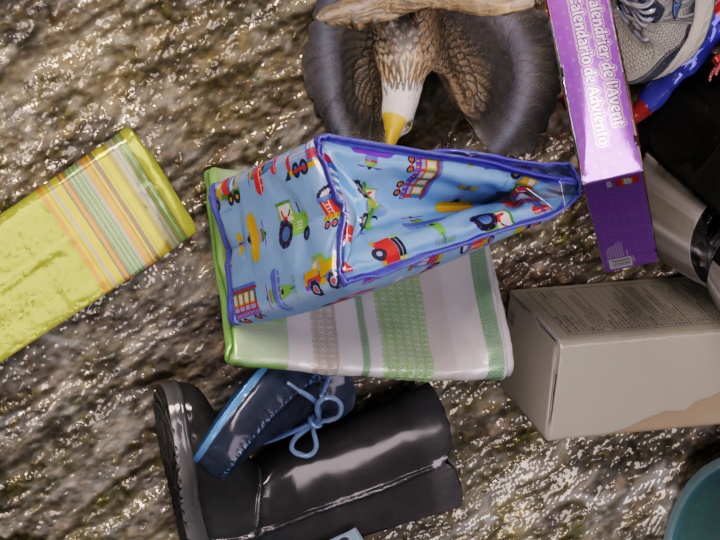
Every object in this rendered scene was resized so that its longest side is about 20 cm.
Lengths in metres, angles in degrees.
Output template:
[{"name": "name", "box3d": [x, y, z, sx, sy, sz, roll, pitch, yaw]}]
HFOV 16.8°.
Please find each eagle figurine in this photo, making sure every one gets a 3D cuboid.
[{"name": "eagle figurine", "box3d": [0.033, -0.138, 1.509, 0.151, 0.152, 0.200, -49, 163, -3]}]

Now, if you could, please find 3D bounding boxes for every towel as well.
[{"name": "towel", "box3d": [-0.208, -0.006, 1.568, 0.199, 0.018, 0.086, -33, 115, -4]}, {"name": "towel", "box3d": [0.000, 0.000, 1.585, 0.198, 0.150, 0.031, 4, 148, -24]}]

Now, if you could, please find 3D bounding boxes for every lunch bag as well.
[{"name": "lunch bag", "box3d": [0.030, -0.030, 1.506, 0.199, 0.150, 0.095, -6, 83, -31]}]

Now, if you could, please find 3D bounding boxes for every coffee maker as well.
[{"name": "coffee maker", "box3d": [0.273, -0.059, 1.626, 0.134, 0.200, 0.194, 2, 113, -23]}]

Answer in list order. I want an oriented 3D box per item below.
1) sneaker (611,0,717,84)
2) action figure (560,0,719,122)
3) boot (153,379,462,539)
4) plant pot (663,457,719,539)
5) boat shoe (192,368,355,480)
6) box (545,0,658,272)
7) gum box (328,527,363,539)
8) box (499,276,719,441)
[{"name": "sneaker", "box3d": [0.182, -0.194, 1.541, 0.085, 0.077, 0.201, -25, 148, -33]}, {"name": "action figure", "box3d": [0.227, -0.163, 1.643, 0.200, 0.052, 0.065, -43, 87, -1]}, {"name": "boot", "box3d": [-0.034, 0.120, 1.663, 0.198, 0.066, 0.166, -15, 126, -12]}, {"name": "plant pot", "box3d": [0.360, 0.235, 1.810, 0.195, 0.200, 0.202, 1, 113, -30]}, {"name": "boat shoe", "box3d": [-0.027, 0.068, 1.589, 0.069, 0.084, 0.200, 43, 65, -1]}, {"name": "box", "box3d": [0.147, -0.092, 1.478, 0.039, 0.200, 0.138, -12, 74, 6]}, {"name": "gum box", "box3d": [-0.071, 0.283, 1.707, 0.199, 0.045, 0.171, -24, 139, -9]}, {"name": "box", "box3d": [0.207, 0.058, 1.717, 0.198, 0.095, 0.078, -4, 115, -19]}]
